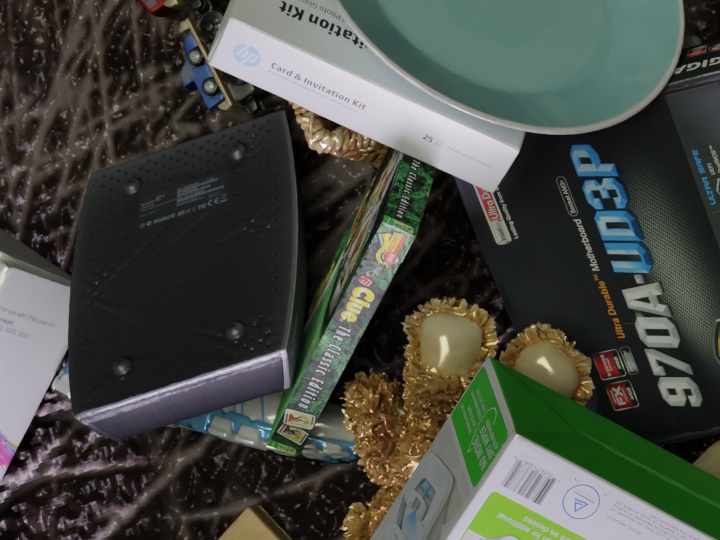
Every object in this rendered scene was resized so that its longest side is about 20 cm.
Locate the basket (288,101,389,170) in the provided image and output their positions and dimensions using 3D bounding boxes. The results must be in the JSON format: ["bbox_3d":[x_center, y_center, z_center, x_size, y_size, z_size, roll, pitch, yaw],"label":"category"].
[{"bbox_3d":[0.025,-0.165,1.516,0.142,0.149,0.201,-20,79,16],"label":"basket"}]

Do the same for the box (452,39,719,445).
[{"bbox_3d":[0.149,-0.008,1.458,0.158,0.046,0.201,-12,116,21],"label":"box"}]

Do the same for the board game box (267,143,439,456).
[{"bbox_3d":[0.000,0.000,1.461,0.023,0.200,0.105,20,50,-7],"label":"board game box"}]

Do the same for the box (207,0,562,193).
[{"bbox_3d":[0.025,-0.151,1.424,0.155,0.041,0.201,24,51,-6],"label":"box"}]

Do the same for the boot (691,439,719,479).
[{"bbox_3d":[0.184,0.164,1.482,0.200,0.071,0.145,-1,115,-12],"label":"boot"}]

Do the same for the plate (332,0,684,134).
[{"bbox_3d":[0.065,-0.143,1.394,0.200,0.200,0.026,51,143,15],"label":"plate"}]

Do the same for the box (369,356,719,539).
[{"bbox_3d":[0.105,0.173,1.385,0.199,0.097,0.177,27,107,-16],"label":"box"}]

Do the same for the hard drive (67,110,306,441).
[{"bbox_3d":[-0.090,0.004,1.539,0.134,0.042,0.201,-18,39,13],"label":"hard drive"}]

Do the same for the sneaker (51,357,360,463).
[{"bbox_3d":[-0.073,0.052,1.574,0.199,0.075,0.087,14,85,18],"label":"sneaker"}]

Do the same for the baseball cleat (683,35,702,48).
[{"bbox_3d":[0.196,-0.049,1.502,0.200,0.070,0.107,39,126,9],"label":"baseball cleat"}]

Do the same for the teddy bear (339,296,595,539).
[{"bbox_3d":[0.056,0.093,1.492,0.144,0.067,0.201,1,129,8],"label":"teddy bear"}]

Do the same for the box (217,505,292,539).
[{"bbox_3d":[-0.044,0.257,1.572,0.200,0.021,0.164,45,99,17],"label":"box"}]

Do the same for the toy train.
[{"bbox_3d":[-0.110,-0.169,1.620,0.046,0.034,0.201,-35,74,21],"label":"toy train"}]

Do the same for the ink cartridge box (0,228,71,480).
[{"bbox_3d":[-0.258,0.061,1.607,0.144,0.084,0.201,32,97,36],"label":"ink cartridge box"}]
